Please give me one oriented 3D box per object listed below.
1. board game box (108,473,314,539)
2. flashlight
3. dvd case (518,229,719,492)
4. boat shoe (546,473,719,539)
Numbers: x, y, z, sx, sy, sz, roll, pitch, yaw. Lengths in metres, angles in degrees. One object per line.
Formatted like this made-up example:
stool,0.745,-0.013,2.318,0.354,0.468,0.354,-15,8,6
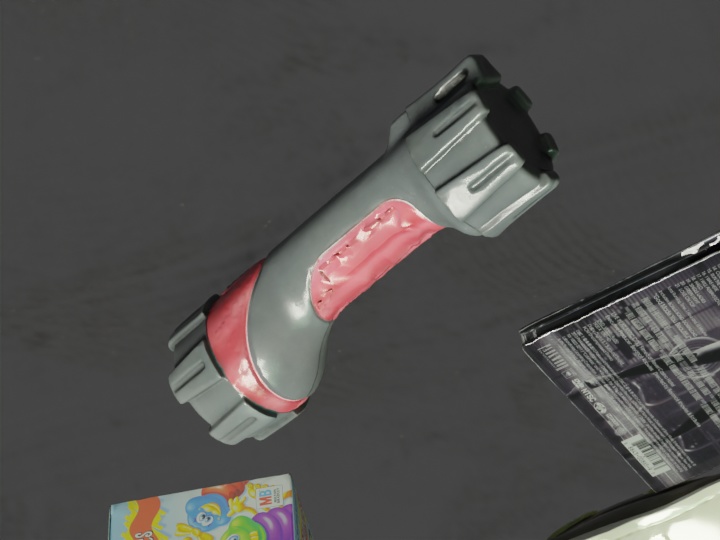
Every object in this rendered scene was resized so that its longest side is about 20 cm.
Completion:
board game box,-0.063,0.219,0.873,0.102,0.106,0.201,-10,137,5
flashlight,0.000,0.000,0.680,0.067,0.069,0.199,32,126,-31
dvd case,0.197,0.030,0.764,0.198,0.016,0.149,-27,131,22
boat shoe,0.183,0.145,0.850,0.199,0.060,0.073,-17,95,8
